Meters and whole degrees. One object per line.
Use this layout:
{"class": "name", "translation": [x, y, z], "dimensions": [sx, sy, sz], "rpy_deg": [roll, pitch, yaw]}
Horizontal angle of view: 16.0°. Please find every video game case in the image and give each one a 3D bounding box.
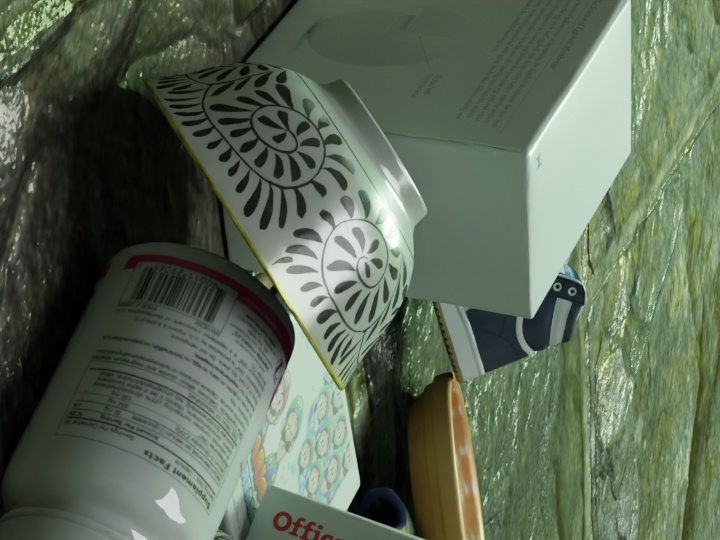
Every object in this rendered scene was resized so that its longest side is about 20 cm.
{"class": "video game case", "translation": [-0.052, 0.124, 1.638], "dimensions": [0.182, 0.024, 0.200], "rpy_deg": [-60, 150, -45]}

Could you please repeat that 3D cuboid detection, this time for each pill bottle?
{"class": "pill bottle", "translation": [-0.118, 0.094, 1.330], "dimensions": [0.113, 0.113, 0.200], "rpy_deg": [72, 34, -50]}

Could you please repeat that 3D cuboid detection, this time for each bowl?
{"class": "bowl", "translation": [-0.026, -0.043, 1.384], "dimensions": [0.094, 0.201, 0.201], "rpy_deg": [-33, 149, -1]}

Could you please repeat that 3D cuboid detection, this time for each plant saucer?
{"class": "plant saucer", "translation": [0.064, 0.175, 1.865], "dimensions": [0.200, 0.037, 0.200], "rpy_deg": [-7, 90, -84]}

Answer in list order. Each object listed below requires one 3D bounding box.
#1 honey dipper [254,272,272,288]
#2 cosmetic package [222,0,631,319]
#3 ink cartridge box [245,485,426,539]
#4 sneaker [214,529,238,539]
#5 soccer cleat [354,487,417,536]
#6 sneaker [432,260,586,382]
{"class": "honey dipper", "translation": [-0.044, -0.010, 1.593], "dimensions": [0.200, 0.038, 0.038], "rpy_deg": [-45, 139, -54]}
{"class": "cosmetic package", "translation": [0.043, -0.085, 1.557], "dimensions": [0.199, 0.200, 0.123], "rpy_deg": [-54, 146, -49]}
{"class": "ink cartridge box", "translation": [-0.017, 0.248, 1.557], "dimensions": [0.084, 0.144, 0.200], "rpy_deg": [34, 75, -58]}
{"class": "sneaker", "translation": [-0.107, 0.175, 1.460], "dimensions": [0.200, 0.081, 0.075], "rpy_deg": [58, 24, -66]}
{"class": "soccer cleat", "translation": [-0.015, 0.216, 1.724], "dimensions": [0.200, 0.065, 0.084], "rpy_deg": [-50, 136, -58]}
{"class": "sneaker", "translation": [0.096, -0.019, 1.808], "dimensions": [0.070, 0.108, 0.200], "rpy_deg": [-103, 178, -58]}
